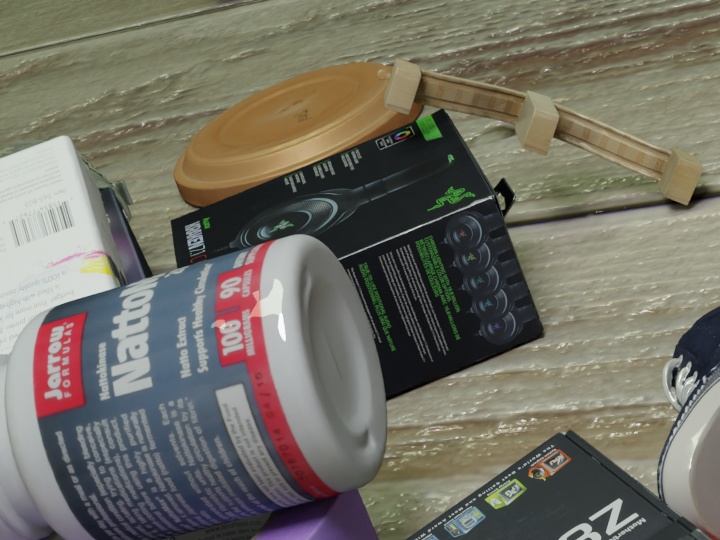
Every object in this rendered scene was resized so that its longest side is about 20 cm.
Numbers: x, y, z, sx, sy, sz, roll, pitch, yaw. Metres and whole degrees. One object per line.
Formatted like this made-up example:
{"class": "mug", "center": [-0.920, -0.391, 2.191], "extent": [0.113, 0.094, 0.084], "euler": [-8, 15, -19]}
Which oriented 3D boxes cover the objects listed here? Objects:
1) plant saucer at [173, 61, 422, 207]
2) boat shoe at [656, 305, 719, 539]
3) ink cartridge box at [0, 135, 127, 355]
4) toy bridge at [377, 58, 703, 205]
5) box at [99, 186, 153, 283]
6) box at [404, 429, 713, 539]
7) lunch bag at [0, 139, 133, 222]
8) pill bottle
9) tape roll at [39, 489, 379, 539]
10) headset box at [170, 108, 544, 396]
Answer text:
{"class": "plant saucer", "center": [-0.050, -0.108, 1.779], "extent": [0.199, 0.033, 0.201], "euler": [-20, 22, 8]}
{"class": "boat shoe", "center": [0.171, 0.067, 1.083], "extent": [0.092, 0.075, 0.199], "euler": [-8, 15, 43]}
{"class": "ink cartridge box", "center": [-0.173, 0.043, 1.240], "extent": [0.114, 0.068, 0.201], "euler": [-20, 61, 0]}
{"class": "toy bridge", "center": [0.105, -0.089, 1.414], "extent": [0.198, 0.027, 0.067], "euler": [18, 15, -5]}
{"class": "box", "center": [-0.204, 0.063, 1.393], "extent": [0.197, 0.124, 0.200], "euler": [-23, 21, -5]}
{"class": "box", "center": [0.047, 0.161, 0.978], "extent": [0.199, 0.049, 0.161], "euler": [-33, 24, -8]}
{"class": "lunch bag", "center": [-0.253, -0.008, 1.621], "extent": [0.199, 0.118, 0.164], "euler": [-31, 21, -10]}
{"class": "pill bottle", "center": [-0.098, 0.065, 1.100], "extent": [0.198, 0.120, 0.120], "euler": [-16, 21, 17]}
{"class": "tape roll", "center": [-0.088, 0.153, 1.134], "extent": [0.198, 0.066, 0.200], "euler": [-19, 22, 8]}
{"class": "headset box", "center": [0.000, 0.000, 1.377], "extent": [0.198, 0.093, 0.174], "euler": [-21, 21, 1]}
